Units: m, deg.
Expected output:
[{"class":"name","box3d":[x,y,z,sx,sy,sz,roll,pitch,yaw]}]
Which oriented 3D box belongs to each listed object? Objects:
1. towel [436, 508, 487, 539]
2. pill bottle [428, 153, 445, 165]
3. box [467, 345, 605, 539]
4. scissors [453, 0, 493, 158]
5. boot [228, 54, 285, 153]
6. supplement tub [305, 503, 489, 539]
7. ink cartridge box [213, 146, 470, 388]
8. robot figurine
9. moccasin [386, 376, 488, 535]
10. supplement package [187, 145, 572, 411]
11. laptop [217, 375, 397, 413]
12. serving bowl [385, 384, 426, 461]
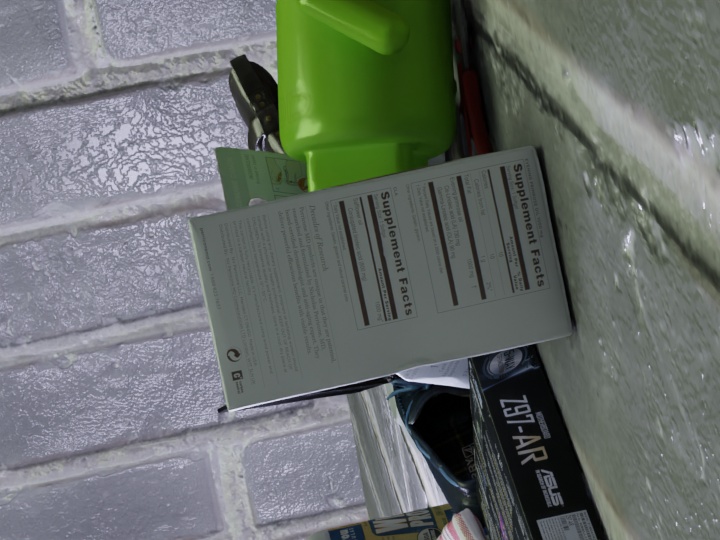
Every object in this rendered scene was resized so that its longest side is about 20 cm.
[{"class":"towel","box3d":[0.104,0.253,1.278,0.147,0.030,0.200,57,168,14]},{"class":"pill bottle","box3d":[0.004,-0.130,1.313,0.201,0.111,0.113,-107,7,-54]},{"class":"box","box3d":[0.113,0.167,1.094,0.201,0.043,0.161,-106,6,-47]},{"class":"scissors","box3d":[0.066,-0.136,1.123,0.073,0.014,0.202,-110,8,-75]},{"class":"boot","box3d":[-0.043,-0.073,1.409,0.175,0.069,0.200,59,174,24]},{"class":"supplement tub","box3d":[0.028,0.282,1.468,0.145,0.198,0.146,169,90,-85]},{"class":"ink cartridge box","box3d":[0.000,0.000,1.159,0.163,0.198,0.050,-105,31,-41]},{"class":"robot figurine","box3d":[0.003,-0.140,1.128,0.175,0.115,0.202,22,-115,-72]},{"class":"moccasin","box3d":[0.072,0.110,1.317,0.068,0.080,0.200,61,177,-40]},{"class":"supplement package","box3d":[0.008,0.003,1.005,0.114,0.198,0.110,-168,66,-84]},{"class":"laptop","box3d":[-0.017,0.043,1.353,0.201,0.103,0.177,-62,5,-9]},{"class":"serving bowl","box3d":[0.054,0.083,1.517,0.200,0.065,0.202,169,90,-85]}]
